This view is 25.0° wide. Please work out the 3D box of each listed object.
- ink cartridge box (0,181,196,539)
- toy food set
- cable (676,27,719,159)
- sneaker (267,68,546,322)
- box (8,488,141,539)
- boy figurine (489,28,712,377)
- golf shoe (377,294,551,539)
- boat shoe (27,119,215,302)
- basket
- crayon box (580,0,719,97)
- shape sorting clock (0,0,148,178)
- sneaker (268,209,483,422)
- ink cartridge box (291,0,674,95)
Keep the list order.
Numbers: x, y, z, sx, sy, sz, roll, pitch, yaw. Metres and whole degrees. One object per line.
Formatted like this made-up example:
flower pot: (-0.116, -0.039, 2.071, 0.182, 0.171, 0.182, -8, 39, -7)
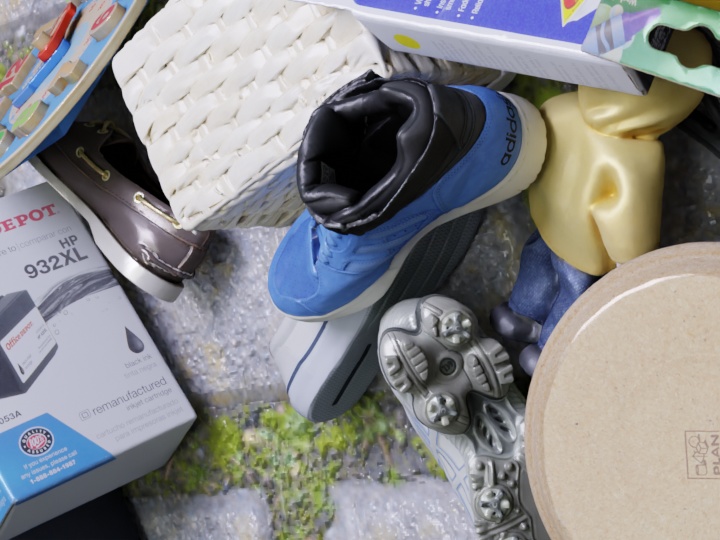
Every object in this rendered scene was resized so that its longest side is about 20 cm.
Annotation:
ink cartridge box: (-0.225, 0.058, 1.087, 0.201, 0.144, 0.084, 57, 146, 14)
toy food set: (0.174, 0.086, 0.773, 0.197, 0.049, 0.202, -21, 83, 25)
cable: (0.209, -0.056, 0.817, 0.200, 0.050, 0.098, 42, 131, 40)
sneaker: (-0.009, -0.038, 0.846, 0.199, 0.111, 0.077, -31, 62, 38)
box: (-0.262, 0.220, 1.174, 0.200, 0.117, 0.198, -35, 75, 38)
boy figurine: (0.121, -0.044, 0.841, 0.125, 0.064, 0.202, -126, 44, -51)
golf shoe: (0.074, 0.098, 0.921, 0.201, 0.078, 0.097, 61, 173, -11)
boat shoe: (-0.169, -0.063, 1.090, 0.060, 0.072, 0.200, -50, 59, 11)
basket: (-0.031, -0.121, 0.933, 0.199, 0.123, 0.136, -33, 76, 37)
crayon box: (0.156, -0.176, 0.661, 0.125, 0.051, 0.202, 27, 100, 46)
shape sorting clock: (-0.192, -0.137, 1.039, 0.039, 0.201, 0.200, 36, 128, -19)
sneaker: (0.000, 0.000, 0.960, 0.071, 0.073, 0.201, 50, 121, 26)
ink cartridge box: (0.085, -0.195, 0.812, 0.199, 0.047, 0.199, 16, 75, 34)
